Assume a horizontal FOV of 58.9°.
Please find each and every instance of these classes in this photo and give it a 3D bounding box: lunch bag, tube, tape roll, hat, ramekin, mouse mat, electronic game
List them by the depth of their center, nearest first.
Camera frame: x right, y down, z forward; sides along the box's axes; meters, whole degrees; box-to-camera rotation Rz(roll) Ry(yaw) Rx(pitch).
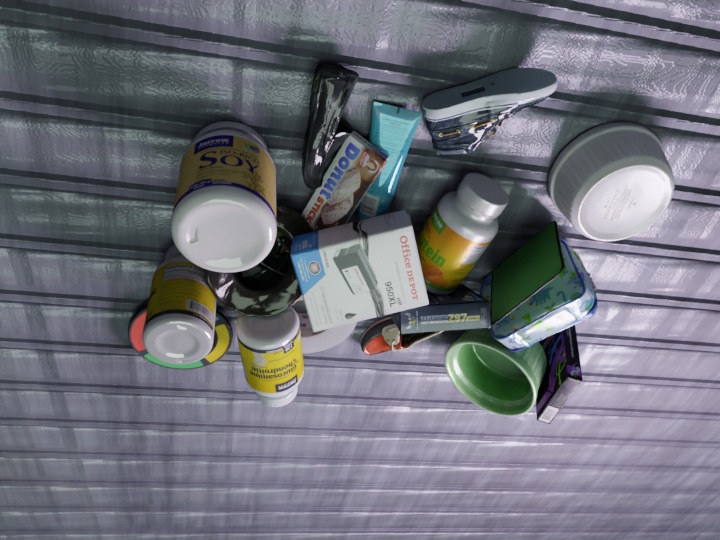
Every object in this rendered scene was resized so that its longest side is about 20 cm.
[{"bbox_3d":[0.037,-0.169,1.023,0.077,0.051,0.201,8,128,-8],"label":"tube"},{"bbox_3d":[0.427,-0.139,1.072,0.201,0.095,0.203,-4,134,-5],"label":"ramekin"},{"bbox_3d":[-0.173,-0.026,1.093,0.199,0.081,0.202,-7,113,-18],"label":"hat"},{"bbox_3d":[0.288,0.001,1.119,0.008,0.200,0.161,40,119,-12],"label":"mouse mat"},{"bbox_3d":[0.327,0.043,1.186,0.199,0.162,0.082,-34,134,25],"label":"lunch bag"},{"bbox_3d":[-0.106,0.069,1.211,0.199,0.066,0.201,-5,134,-5],"label":"tape roll"},{"bbox_3d":[-0.350,0.127,1.246,0.198,0.042,0.201,-4,134,-4],"label":"electronic game"},{"bbox_3d":[0.280,0.191,1.302,0.199,0.098,0.201,25,139,23],"label":"ramekin"}]

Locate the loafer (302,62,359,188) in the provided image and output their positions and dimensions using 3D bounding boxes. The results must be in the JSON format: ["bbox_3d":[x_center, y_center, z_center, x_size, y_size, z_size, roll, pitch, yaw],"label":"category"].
[{"bbox_3d":[-0.047,-0.208,0.955,0.070,0.068,0.202,10,128,-4],"label":"loafer"}]

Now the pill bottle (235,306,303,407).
[{"bbox_3d":[-0.161,0.158,1.164,0.111,0.112,0.201,-4,133,-4],"label":"pill bottle"}]

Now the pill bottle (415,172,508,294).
[{"bbox_3d":[0.165,-0.064,1.093,0.110,0.112,0.201,14,130,-20],"label":"pill bottle"}]

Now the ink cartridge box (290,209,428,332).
[{"bbox_3d":[0.000,0.000,1.043,0.198,0.084,0.146,-14,112,2],"label":"ink cartridge box"}]

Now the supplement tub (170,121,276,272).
[{"bbox_3d":[-0.195,-0.113,0.933,0.144,0.201,0.146,-4,134,-5],"label":"supplement tub"}]

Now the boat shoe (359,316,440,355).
[{"bbox_3d":[0.086,0.129,1.298,0.199,0.063,0.071,-27,133,19],"label":"boat shoe"}]

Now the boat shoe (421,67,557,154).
[{"bbox_3d":[0.197,-0.239,0.967,0.199,0.071,0.091,-10,135,11],"label":"boat shoe"}]

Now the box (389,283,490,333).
[{"bbox_3d":[0.134,0.066,1.158,0.156,0.200,0.051,-4,97,-3],"label":"box"}]

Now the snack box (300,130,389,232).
[{"bbox_3d":[-0.033,-0.127,1.039,0.072,0.024,0.200,37,127,1],"label":"snack box"}]

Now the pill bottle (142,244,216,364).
[{"bbox_3d":[-0.297,0.047,1.069,0.110,0.201,0.112,-4,133,-4],"label":"pill bottle"}]

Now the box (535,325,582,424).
[{"bbox_3d":[0.399,0.190,1.307,0.036,0.201,0.144,17,130,-1],"label":"box"}]
